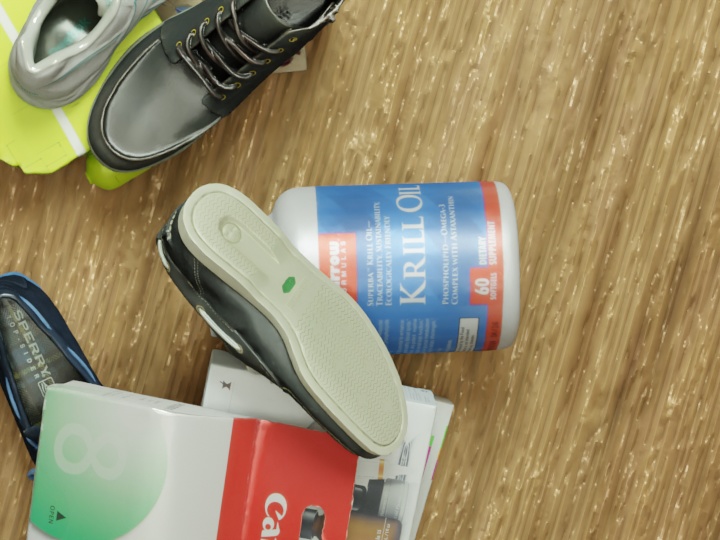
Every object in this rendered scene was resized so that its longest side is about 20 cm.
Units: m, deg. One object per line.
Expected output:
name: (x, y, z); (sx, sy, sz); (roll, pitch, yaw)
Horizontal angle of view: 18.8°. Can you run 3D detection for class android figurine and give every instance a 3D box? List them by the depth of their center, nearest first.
android figurine: (-0.190, -0.141, 1.422); (0.199, 0.041, 0.183); (-32, 96, -4)

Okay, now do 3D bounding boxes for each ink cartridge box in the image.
ink cartridge box: (-0.111, 0.166, 1.362); (0.199, 0.050, 0.162); (11, 98, 16)

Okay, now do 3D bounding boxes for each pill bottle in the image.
pill bottle: (0.000, 0.000, 1.415); (0.199, 0.112, 0.113); (-3, 94, -3)

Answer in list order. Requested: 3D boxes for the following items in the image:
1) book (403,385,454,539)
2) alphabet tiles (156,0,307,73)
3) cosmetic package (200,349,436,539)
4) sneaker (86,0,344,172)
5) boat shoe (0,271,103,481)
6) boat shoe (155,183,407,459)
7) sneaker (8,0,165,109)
book: (-0.027, 0.166, 1.459); (0.133, 0.048, 0.201); (17, 95, -5)
alphabet tiles: (-0.125, -0.227, 1.445); (0.166, 0.008, 0.201); (-4, 94, -3)
cosmetic package: (-0.043, 0.165, 1.414); (0.150, 0.052, 0.201); (11, 99, -3)
sneaker: (-0.092, -0.139, 1.363); (0.200, 0.106, 0.075); (-42, 97, -5)
boat shoe: (-0.201, 0.100, 1.431); (0.084, 0.069, 0.201); (-34, 95, -1)
boat shoe: (-0.047, 0.037, 1.340); (0.200, 0.068, 0.072); (48, 48, -4)
sneaker: (-0.149, -0.188, 1.366); (0.070, 0.080, 0.201); (35, 84, -2)
